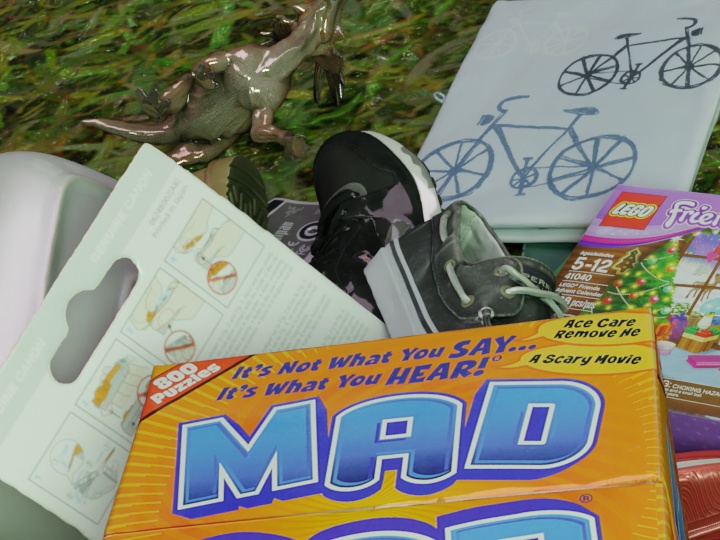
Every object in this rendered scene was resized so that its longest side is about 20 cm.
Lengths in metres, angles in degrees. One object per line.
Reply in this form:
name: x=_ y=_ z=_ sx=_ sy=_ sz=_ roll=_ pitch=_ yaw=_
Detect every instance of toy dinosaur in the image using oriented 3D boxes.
toy dinosaur: x=-0.085 y=-0.120 z=1.279 sx=0.200 sy=0.086 sz=0.136 roll=-20 pitch=18 yaw=24

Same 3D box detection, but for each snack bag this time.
snack bag: x=0.121 y=-0.092 z=1.057 sx=0.188 sy=0.021 sz=0.200 roll=-1 pitch=48 yaw=34

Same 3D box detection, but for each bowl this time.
bowl: x=-0.115 y=0.040 z=0.905 sx=0.075 sy=0.200 sz=0.200 roll=-34 pitch=41 yaw=41

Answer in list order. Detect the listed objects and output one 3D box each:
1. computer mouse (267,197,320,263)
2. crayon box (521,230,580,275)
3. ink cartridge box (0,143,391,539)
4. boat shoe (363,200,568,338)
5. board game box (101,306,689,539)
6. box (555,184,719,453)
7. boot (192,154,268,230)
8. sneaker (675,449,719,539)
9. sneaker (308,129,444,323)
computer mouse: x=-0.051 y=-0.008 z=1.125 sx=0.200 sy=0.044 sz=0.110 roll=8 pitch=41 yaw=36
crayon box: x=0.183 y=0.022 z=0.965 sx=0.200 sy=0.058 sz=0.119 roll=-7 pitch=33 yaw=14
ink cartridge box: x=-0.068 y=0.065 z=0.840 sx=0.047 sy=0.200 sz=0.160 roll=-3 pitch=53 yaw=60
boat shoe: x=0.056 y=0.021 z=0.838 sx=0.071 sy=0.072 sz=0.200 roll=-48 pitch=32 yaw=9
board game box: x=0.026 y=0.161 z=0.691 sx=0.200 sy=0.200 sz=0.200 roll=-7 pitch=34 yaw=12
box: x=0.177 y=0.027 z=0.857 sx=0.200 sy=0.039 sz=0.137 roll=9 pitch=49 yaw=38
boot: x=-0.148 y=0.029 z=1.089 sx=0.200 sy=0.066 sz=0.175 roll=-15 pitch=54 yaw=25
sneaker: x=0.086 y=0.103 z=0.846 sx=0.200 sy=0.078 sz=0.116 roll=-20 pitch=29 yaw=15
sneaker: x=0.000 y=0.000 z=0.983 sx=0.087 sy=0.076 sz=0.200 roll=2 pitch=48 yaw=-31
